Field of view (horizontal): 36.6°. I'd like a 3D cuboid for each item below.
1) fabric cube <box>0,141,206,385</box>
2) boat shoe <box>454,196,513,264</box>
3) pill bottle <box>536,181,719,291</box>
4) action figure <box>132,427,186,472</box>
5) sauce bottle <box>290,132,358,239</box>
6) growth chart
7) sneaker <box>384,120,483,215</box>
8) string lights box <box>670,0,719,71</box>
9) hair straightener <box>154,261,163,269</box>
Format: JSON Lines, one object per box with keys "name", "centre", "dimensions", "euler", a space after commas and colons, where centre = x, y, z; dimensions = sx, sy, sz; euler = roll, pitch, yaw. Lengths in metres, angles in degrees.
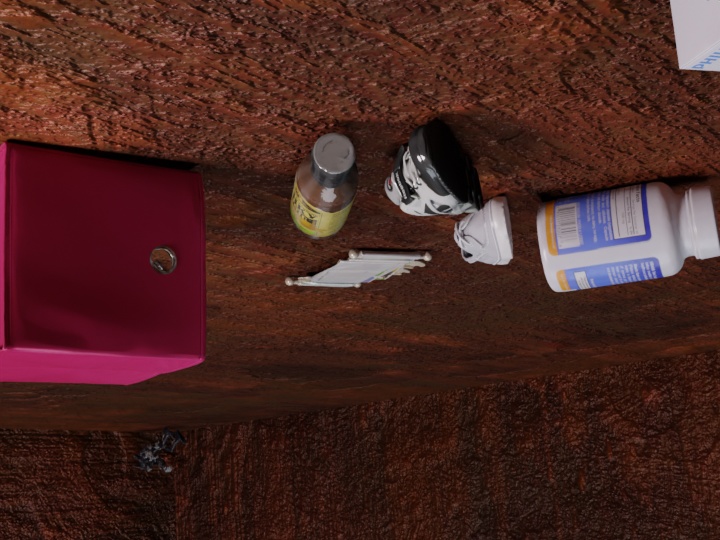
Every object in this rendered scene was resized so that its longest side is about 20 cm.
{"name": "fabric cube", "centre": [-0.286, 0.004, 1.083], "dimensions": [0.198, 0.198, 0.200], "euler": [7, 164, -35]}
{"name": "boat shoe", "centre": [0.148, -0.045, 1.332], "dimensions": [0.068, 0.073, 0.200], "euler": [-6, 176, 4]}
{"name": "pill bottle", "centre": [0.316, -0.043, 1.281], "dimensions": [0.199, 0.113, 0.112], "euler": [-9, 167, 19]}
{"name": "action figure", "centre": [-0.697, 0.634, 3.740], "dimensions": [0.200, 0.102, 0.119], "euler": [-46, 130, 11]}
{"name": "sauce bottle", "centre": [-0.035, -0.085, 1.083], "dimensions": [0.064, 0.065, 0.200], "euler": [-3, 165, -7]}
{"name": "growth chart", "centre": [0.000, 0.000, 1.567], "dimensions": [0.144, 0.018, 0.200], "euler": [3, 165, -32]}
{"name": "sneaker", "centre": [0.062, -0.088, 1.074], "dimensions": [0.088, 0.075, 0.200], "euler": [-10, 166, 14]}
{"name": "string lights box", "centre": [0.295, -0.180, 0.687], "dimensions": [0.199, 0.103, 0.059], "euler": [0, 167, -17]}
{"name": "hair straightener", "centre": [-0.296, 0.023, 1.541], "dimensions": [0.076, 0.041, 0.200], "euler": [1, 162, -24]}
